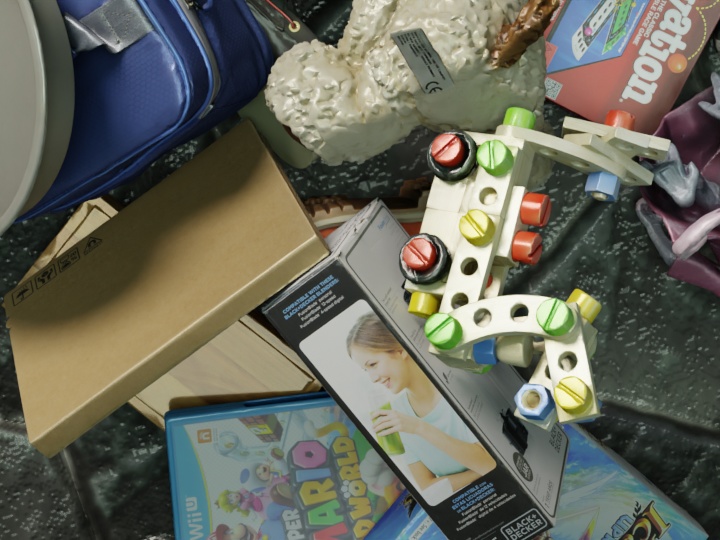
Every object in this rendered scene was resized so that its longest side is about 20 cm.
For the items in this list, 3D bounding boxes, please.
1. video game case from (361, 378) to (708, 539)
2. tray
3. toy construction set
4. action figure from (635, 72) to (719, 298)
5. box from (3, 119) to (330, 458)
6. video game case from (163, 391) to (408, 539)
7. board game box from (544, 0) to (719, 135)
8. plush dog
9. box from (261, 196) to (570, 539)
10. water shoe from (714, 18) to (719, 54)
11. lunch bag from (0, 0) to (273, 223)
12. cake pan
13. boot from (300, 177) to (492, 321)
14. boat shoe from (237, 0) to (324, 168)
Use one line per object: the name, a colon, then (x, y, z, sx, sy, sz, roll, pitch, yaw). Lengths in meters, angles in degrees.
video game case: (0.107, 0.199, 0.941, 0.181, 0.045, 0.200, 39, 94, -19)
tray: (-0.129, 0.045, 0.927, 0.200, 0.037, 0.099, 39, 95, -8)
toy construction set: (0.096, -0.015, 0.765, 0.131, 0.092, 0.200, 10, 63, 27)
action figure: (0.256, -0.029, 0.879, 0.134, 0.149, 0.200, -26, 131, 10)
box: (-0.123, 0.005, 0.825, 0.200, 0.164, 0.021, -35, 125, 3)
video game case: (-0.027, 0.152, 0.932, 0.199, 0.018, 0.144, -6, 107, -11)
board game box: (0.192, -0.191, 0.911, 0.103, 0.019, 0.200, 27, 96, 0)
plush dog: (0.049, -0.158, 0.838, 0.200, 0.172, 0.161, 9, 139, -27)
box: (0.039, 0.064, 0.821, 0.060, 0.117, 0.200, -35, 99, 22)
water shoe: (0.321, -0.200, 0.897, 0.079, 0.072, 0.200, 43, 96, -13)
lunch bag: (-0.158, -0.122, 0.816, 0.200, 0.132, 0.136, -29, 96, 30)
cake pan: (-0.230, -0.109, 0.763, 0.200, 0.037, 0.201, 10, 107, 34)
boot: (0.000, 0.000, 0.910, 0.199, 0.075, 0.108, -6, 103, -3)
boat shoe: (-0.078, -0.159, 0.888, 0.201, 0.074, 0.063, 48, 62, 0)
